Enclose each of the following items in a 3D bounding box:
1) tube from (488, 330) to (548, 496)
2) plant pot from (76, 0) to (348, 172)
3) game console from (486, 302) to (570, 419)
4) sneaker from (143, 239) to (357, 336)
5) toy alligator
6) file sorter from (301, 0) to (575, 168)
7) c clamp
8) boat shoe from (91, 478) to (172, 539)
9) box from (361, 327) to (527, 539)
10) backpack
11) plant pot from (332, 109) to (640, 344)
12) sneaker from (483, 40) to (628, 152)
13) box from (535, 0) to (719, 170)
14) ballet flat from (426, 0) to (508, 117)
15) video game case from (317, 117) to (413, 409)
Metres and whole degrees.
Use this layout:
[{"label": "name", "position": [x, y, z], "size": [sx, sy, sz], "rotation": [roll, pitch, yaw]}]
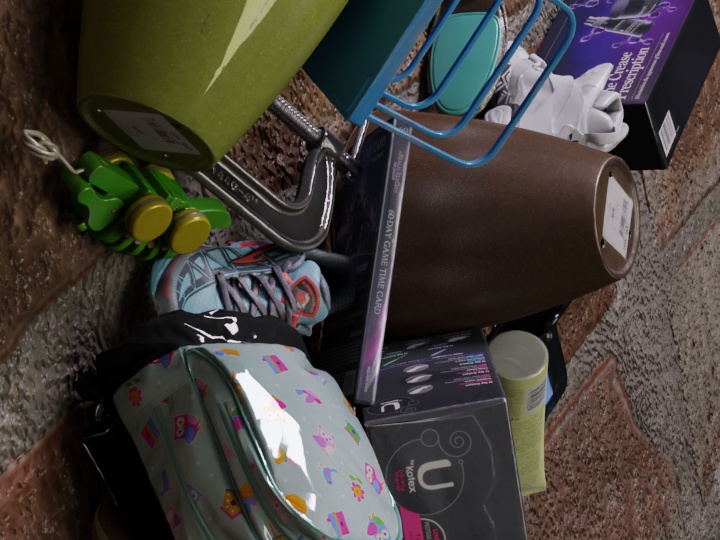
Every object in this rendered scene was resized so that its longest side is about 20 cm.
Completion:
[{"label": "tube", "position": [0.121, 0.131, 1.700], "size": [0.201, 0.058, 0.052], "rotation": [88, 23, -48]}, {"label": "plant pot", "position": [-0.097, -0.171, 1.290], "size": [0.187, 0.186, 0.201], "rotation": [47, 58, -50]}, {"label": "game console", "position": [0.167, 0.074, 1.799], "size": [0.200, 0.115, 0.177], "rotation": [-47, 128, -51]}, {"label": "sneaker", "position": [-0.069, 0.012, 1.394], "size": [0.200, 0.095, 0.080], "rotation": [-21, 106, -60]}, {"label": "toy alligator", "position": [-0.156, -0.040, 1.292], "size": [0.054, 0.059, 0.199], "rotation": [-50, 147, 14]}, {"label": "file sorter", "position": [0.034, -0.179, 1.417], "size": [0.122, 0.200, 0.139], "rotation": [25, 106, -35]}, {"label": "c clamp", "position": [-0.070, -0.101, 1.417], "size": [0.199, 0.027, 0.172], "rotation": [35, 48, -35]}, {"label": "boat shoe", "position": [-0.100, 0.184, 1.359], "size": [0.199, 0.076, 0.072], "rotation": [11, 46, -41]}, {"label": "box", "position": [0.057, 0.130, 1.527], "size": [0.200, 0.105, 0.123], "rotation": [-97, 177, -78]}, {"label": "backpack", "position": [-0.065, 0.125, 1.277], "size": [0.166, 0.127, 0.201], "rotation": [4, 52, -45]}, {"label": "plant pot", "position": [0.109, -0.037, 1.613], "size": [0.186, 0.198, 0.189], "rotation": [6, 83, -61]}, {"label": "sneaker", "position": [0.165, -0.143, 1.768], "size": [0.201, 0.114, 0.076], "rotation": [-84, 159, -58]}, {"label": "box", "position": [0.233, -0.177, 1.906], "size": [0.201, 0.140, 0.079], "rotation": [-60, 136, -43]}, {"label": "ballet flat", "position": [0.093, -0.216, 1.741], "size": [0.075, 0.067, 0.202], "rotation": [35, 55, -74]}, {"label": "video game case", "position": [0.000, 0.000, 1.493], "size": [0.143, 0.019, 0.202], "rotation": [156, -56, -75]}]
